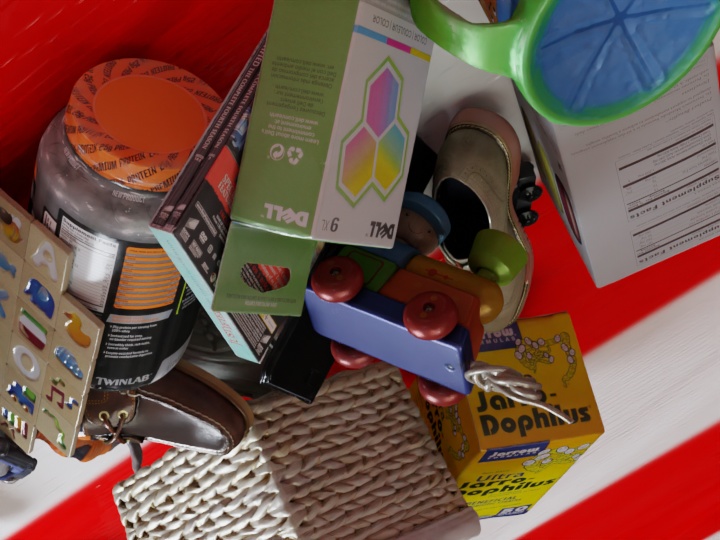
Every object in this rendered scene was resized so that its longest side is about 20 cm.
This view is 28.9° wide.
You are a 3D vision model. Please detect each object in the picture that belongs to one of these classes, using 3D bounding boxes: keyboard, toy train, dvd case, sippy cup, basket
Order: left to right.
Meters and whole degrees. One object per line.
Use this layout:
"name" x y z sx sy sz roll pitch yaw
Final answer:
"dvd case" -0.047 -0.063 0.849 0.022 0.200 0.146 16 154 27
"basket" -0.056 0.190 1.087 0.198 0.161 0.200 -35 166 38
"keyboard" 0.000 0.000 0.977 0.201 0.021 0.127 -61 151 -3
"toy train" 0.073 0.022 0.892 0.116 0.199 0.085 -52 147 -29
"toy train" 0.108 -0.009 1.090 0.046 0.034 0.200 -9 141 -8
"sippy cup" 0.121 -0.175 0.801 0.177 0.131 0.140 14 124 -41

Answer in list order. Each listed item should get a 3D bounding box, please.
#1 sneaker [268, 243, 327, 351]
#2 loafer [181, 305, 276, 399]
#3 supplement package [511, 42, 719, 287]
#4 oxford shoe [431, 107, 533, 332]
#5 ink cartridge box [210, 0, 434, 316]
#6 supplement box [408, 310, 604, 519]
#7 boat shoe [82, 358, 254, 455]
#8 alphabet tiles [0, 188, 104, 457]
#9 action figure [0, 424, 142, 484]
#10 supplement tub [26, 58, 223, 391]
"sneaker" -0.053 -0.009 0.981 0.089 0.077 0.200 -40 139 -13
"loafer" -0.113 0.067 1.056 0.199 0.070 0.070 17 121 -39
"supplement package" 0.173 -0.099 0.940 0.109 0.114 0.200 -24 143 3
"oxford shoe" 0.078 -0.019 1.005 0.071 0.074 0.200 11 137 25
"ink cartridge box" -0.018 -0.066 0.813 0.104 0.059 0.201 5 98 -63
"supplement box" 0.108 0.130 1.168 0.108 0.110 0.200 -6 153 -17
"boat shoe" -0.175 0.087 0.965 0.199 0.070 0.071 19 137 13
"alphabet tiles" -0.232 0.027 0.894 0.006 0.166 0.200 -35 157 -42
"action figure" -0.249 0.112 1.062 0.193 0.105 0.200 11 164 -26
"supplement tub" -0.149 -0.027 0.880 0.122 0.123 0.200 0 139 -24
